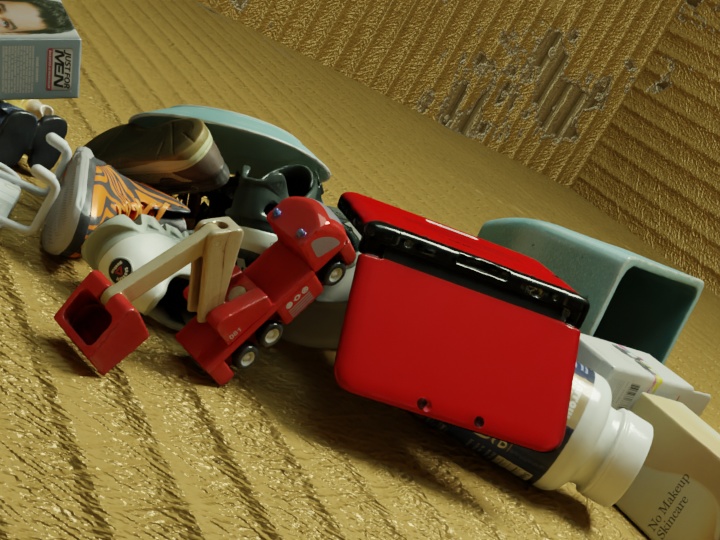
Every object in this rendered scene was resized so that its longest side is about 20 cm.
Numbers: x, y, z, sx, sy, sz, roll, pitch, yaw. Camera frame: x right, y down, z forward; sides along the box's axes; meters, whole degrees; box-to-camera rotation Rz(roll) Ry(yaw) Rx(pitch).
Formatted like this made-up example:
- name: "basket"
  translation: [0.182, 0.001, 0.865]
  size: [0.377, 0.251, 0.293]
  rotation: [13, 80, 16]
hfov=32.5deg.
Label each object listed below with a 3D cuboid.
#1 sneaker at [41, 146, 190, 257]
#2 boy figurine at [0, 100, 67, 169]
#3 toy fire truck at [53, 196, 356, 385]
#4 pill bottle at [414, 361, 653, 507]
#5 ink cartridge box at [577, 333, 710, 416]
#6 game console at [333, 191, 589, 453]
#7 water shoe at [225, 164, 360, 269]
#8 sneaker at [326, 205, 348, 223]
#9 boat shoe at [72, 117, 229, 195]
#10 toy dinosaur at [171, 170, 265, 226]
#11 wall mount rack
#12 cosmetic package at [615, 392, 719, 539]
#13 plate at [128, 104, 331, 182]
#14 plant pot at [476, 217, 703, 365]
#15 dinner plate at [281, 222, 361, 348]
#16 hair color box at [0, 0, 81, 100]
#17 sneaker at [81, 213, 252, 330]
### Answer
- name: "sneaker"
  translation: [-0.193, -0.046, 1.012]
  size: [0.112, 0.078, 0.200]
  rotation: [25, 14, -16]
- name: "boy figurine"
  translation: [-0.346, -0.162, 1.150]
  size: [0.124, 0.065, 0.200]
  rotation: [6, 29, -47]
- name: "toy fire truck"
  translation: [-0.101, 0.009, 0.867]
  size: [0.049, 0.200, 0.141]
  rotation: [40, -12, 34]
- name: "pill bottle"
  translation: [0.144, 0.118, 1.060]
  size: [0.199, 0.111, 0.111]
  rotation: [30, 13, 0]
- name: "ink cartridge box"
  translation: [0.246, 0.137, 1.204]
  size: [0.199, 0.116, 0.068]
  rotation: [17, 18, -47]
- name: "game console"
  translation: [0.068, 0.037, 0.990]
  size: [0.199, 0.119, 0.172]
  rotation: [20, 12, -19]
- name: "water shoe"
  translation: [-0.043, -0.045, 1.015]
  size: [0.071, 0.079, 0.200]
  rotation: [14, 6, 19]
- name: "sneaker"
  translation: [0.029, -0.003, 1.356]
  size: [0.199, 0.077, 0.114]
  rotation: [26, 15, -6]
- name: "boat shoe"
  translation: [-0.197, -0.092, 1.129]
  size: [0.199, 0.073, 0.065]
  rotation: [4, -43, 48]
- name: "toy dinosaur"
  translation: [-0.126, -0.053, 1.217]
  size: [0.199, 0.103, 0.136]
  rotation: [-20, 23, -27]
- name: "wall mount rack"
  translation: [-0.314, -0.100, 0.955]
  size: [0.173, 0.075, 0.200]
  rotation: [26, 13, -16]
- name: "cosmetic package"
  translation: [0.308, 0.208, 1.103]
  size: [0.071, 0.106, 0.200]
  rotation: [19, 16, -39]
- name: "plate"
  translation: [-0.122, -0.123, 1.183]
  size: [0.199, 0.026, 0.200]
  rotation: [12, -9, 2]
- name: "plant pot"
  translation: [0.209, 0.044, 1.329]
  size: [0.200, 0.197, 0.195]
  rotation: [33, 12, 37]
- name: "dinner plate"
  translation: [0.000, 0.000, 1.094]
  size: [0.199, 0.024, 0.201]
  rotation: [-8, 32, 5]
- name: "hair color box"
  translation: [-0.352, -0.194, 1.073]
  size: [0.199, 0.061, 0.099]
  rotation: [-5, 36, -25]
- name: "sneaker"
  translation: [-0.129, 0.013, 0.977]
  size: [0.089, 0.074, 0.200]
  rotation: [50, 22, 21]
